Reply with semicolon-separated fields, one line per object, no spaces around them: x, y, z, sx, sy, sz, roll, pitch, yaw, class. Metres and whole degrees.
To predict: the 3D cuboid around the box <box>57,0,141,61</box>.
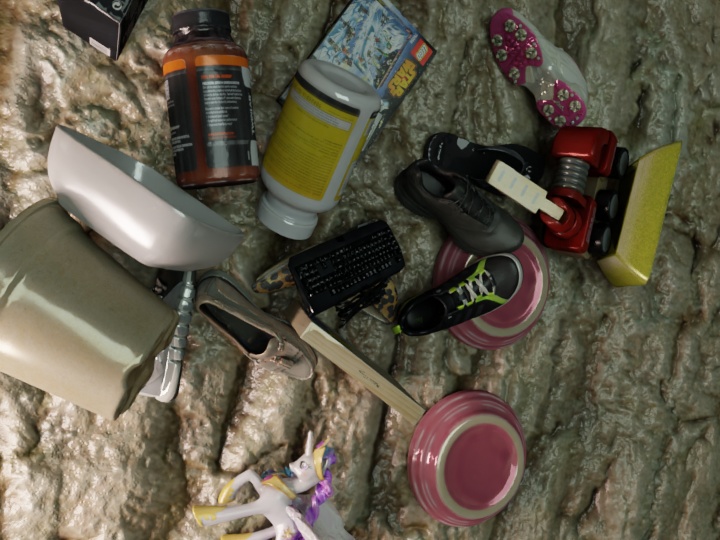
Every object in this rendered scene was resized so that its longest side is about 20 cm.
-0.264;-0.328;0.795;0.078;0.199;0.144;30;84;-19;box

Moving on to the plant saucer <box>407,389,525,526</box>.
0.167;0.284;1.083;0.195;0.051;0.207;-2;95;-20;plant saucer

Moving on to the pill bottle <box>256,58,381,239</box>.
-0.060;-0.146;0.908;0.110;0.113;0.203;17;116;-20;pill bottle

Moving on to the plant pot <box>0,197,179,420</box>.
-0.305;0.057;0.792;0.181;0.200;0.204;31;84;-4;plant pot

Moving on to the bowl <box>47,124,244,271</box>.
-0.240;-0.066;0.813;0.197;0.200;0.076;32;93;10;bowl

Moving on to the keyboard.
0.000;0.000;0.938;0.198;0.039;0.106;-26;92;-45;keyboard

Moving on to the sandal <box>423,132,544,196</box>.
0.186;-0.152;1.064;0.195;0.043;0.078;5;93;-21;sandal

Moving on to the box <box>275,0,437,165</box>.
-0.003;-0.263;0.985;0.136;0.040;0.202;39;81;-18;box

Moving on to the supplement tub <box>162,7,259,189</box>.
-0.182;-0.205;0.886;0.104;0.107;0.206;-7;97;-19;supplement tub

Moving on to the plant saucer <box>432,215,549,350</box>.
0.203;0.018;1.082;0.195;0.051;0.207;-2;94;-20;plant saucer

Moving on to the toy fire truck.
0.280;-0.129;1.036;0.198;0.126;0.181;23;80;-53;toy fire truck

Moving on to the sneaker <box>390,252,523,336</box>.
0.134;0.045;0.997;0.197;0.083;0.073;-30;90;16;sneaker

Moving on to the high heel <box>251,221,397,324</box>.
-0.040;0.034;0.977;0.197;0.071;0.146;-24;97;-26;high heel

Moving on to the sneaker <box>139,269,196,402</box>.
-0.267;0.058;0.896;0.112;0.075;0.206;9;92;-18;sneaker

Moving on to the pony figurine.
-0.092;0.332;0.959;0.196;0.167;0.197;-27;96;0;pony figurine

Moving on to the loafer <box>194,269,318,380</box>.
-0.137;0.085;0.940;0.072;0.063;0.199;-39;112;22;loafer

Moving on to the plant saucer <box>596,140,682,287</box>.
0.406;-0.081;1.093;0.047;0.200;0.206;14;89;7;plant saucer

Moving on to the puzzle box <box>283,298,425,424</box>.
-0.012;0.118;0.966;0.199;0.133;0.026;40;89;-18;puzzle box

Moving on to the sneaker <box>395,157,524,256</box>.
0.140;-0.085;1.002;0.196;0.091;0.077;27;74;-2;sneaker

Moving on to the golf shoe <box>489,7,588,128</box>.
0.266;-0.306;1.077;0.201;0.075;0.092;49;49;-12;golf shoe
